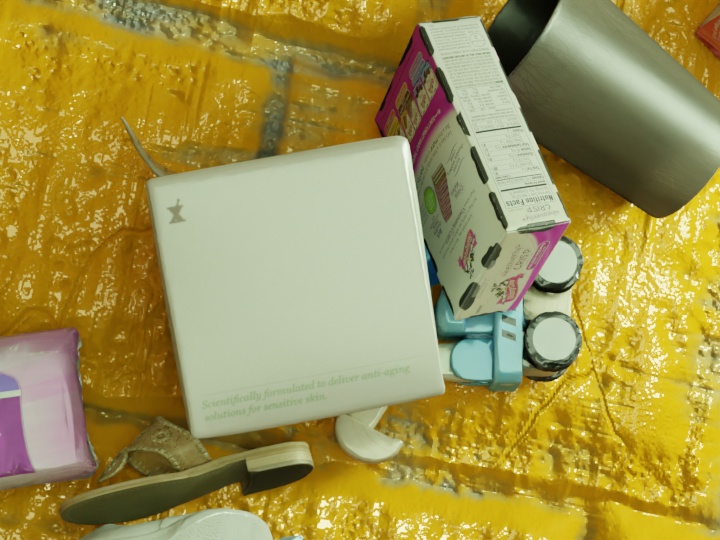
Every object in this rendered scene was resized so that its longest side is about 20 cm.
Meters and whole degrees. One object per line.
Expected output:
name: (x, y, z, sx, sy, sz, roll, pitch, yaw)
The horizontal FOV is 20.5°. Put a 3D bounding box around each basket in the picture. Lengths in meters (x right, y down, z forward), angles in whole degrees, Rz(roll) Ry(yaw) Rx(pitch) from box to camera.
basket: (0.207, -0.147, 1.682, 0.200, 0.180, 0.136, 36, 120, -15)

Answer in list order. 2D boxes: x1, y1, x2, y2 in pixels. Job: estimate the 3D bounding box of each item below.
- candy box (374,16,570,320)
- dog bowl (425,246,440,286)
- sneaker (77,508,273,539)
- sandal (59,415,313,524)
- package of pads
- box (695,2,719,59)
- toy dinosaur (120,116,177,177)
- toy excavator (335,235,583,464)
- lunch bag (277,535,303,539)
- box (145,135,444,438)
candy box: (0.086, -0.081, 1.584, 0.061, 0.136, 0.200, -9, 63, -22)
dog bowl: (0.000, 0.000, 1.661, 0.111, 0.050, 0.200, 44, 77, -4)
sneaker: (-0.166, 0.223, 1.587, 0.200, 0.088, 0.075, -3, 99, -37)
sandal: (-0.147, 0.150, 1.609, 0.211, 0.078, 0.070, -9, 65, -19)
package of pads: (-0.310, 0.117, 1.563, 0.200, 0.076, 0.121, -8, 83, -14)
box: (0.403, -0.256, 1.758, 0.095, 0.103, 0.200, 44, 75, -5)
toy dinosaur: (-0.107, -0.060, 1.649, 0.200, 0.060, 0.106, 3, 70, -22)
toy excavator: (0.081, 0.065, 1.658, 0.200, 0.100, 0.195, 2, 81, 1)
lunch bag: (-0.084, 0.318, 1.543, 0.169, 0.127, 0.200, -13, 93, -40)
box: (-0.051, 0.011, 1.529, 0.199, 0.171, 0.200, -10, 90, -4)
